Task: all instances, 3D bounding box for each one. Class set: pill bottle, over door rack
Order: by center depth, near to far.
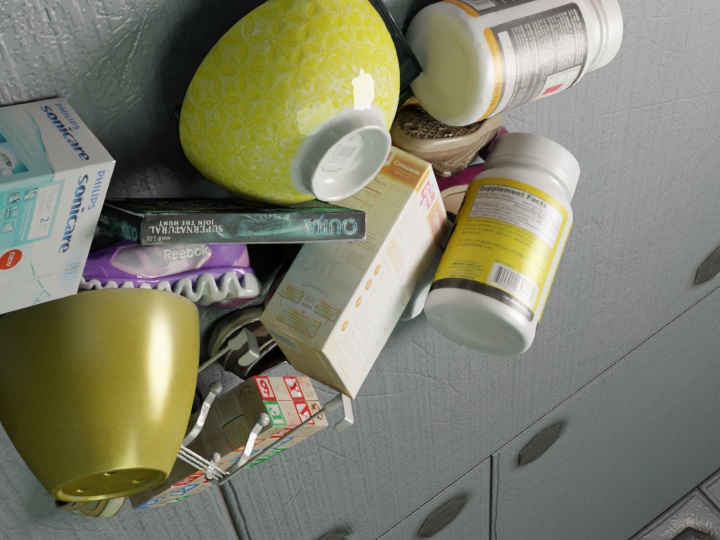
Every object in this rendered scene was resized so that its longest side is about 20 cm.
[{"bbox_3d":[0.148,-0.215,1.415,0.199,0.116,0.117,-21,147,-34],"label":"pill bottle"},{"bbox_3d":[-0.123,0.126,1.434,0.199,0.067,0.147,-28,132,32],"label":"over door rack"},{"bbox_3d":[0.145,-0.028,1.480,0.115,0.113,0.201,73,36,-61],"label":"pill bottle"}]

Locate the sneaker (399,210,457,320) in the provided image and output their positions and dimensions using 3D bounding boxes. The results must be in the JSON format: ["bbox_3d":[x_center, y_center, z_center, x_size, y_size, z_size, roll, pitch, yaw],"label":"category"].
[{"bbox_3d":[0.063,-0.003,1.589,0.071,0.073,0.200,-42,179,-23],"label":"sneaker"}]

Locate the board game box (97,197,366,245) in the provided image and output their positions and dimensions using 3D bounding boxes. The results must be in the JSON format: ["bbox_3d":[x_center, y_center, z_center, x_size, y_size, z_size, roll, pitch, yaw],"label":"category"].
[{"bbox_3d":[-0.112,-0.043,1.261,0.199,0.135,0.028,-2,99,-26],"label":"board game box"}]

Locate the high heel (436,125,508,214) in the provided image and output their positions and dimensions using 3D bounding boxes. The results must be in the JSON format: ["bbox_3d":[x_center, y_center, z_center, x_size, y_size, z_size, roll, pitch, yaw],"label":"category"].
[{"bbox_3d":[0.111,-0.069,1.601,0.200,0.096,0.068,-39,153,-6],"label":"high heel"}]

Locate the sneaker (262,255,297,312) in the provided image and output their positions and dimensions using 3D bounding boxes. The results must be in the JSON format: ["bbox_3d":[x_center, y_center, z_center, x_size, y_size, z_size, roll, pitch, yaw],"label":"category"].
[{"bbox_3d":[-0.034,-0.007,1.533,0.200,0.074,0.087,-48,-174,-23],"label":"sneaker"}]

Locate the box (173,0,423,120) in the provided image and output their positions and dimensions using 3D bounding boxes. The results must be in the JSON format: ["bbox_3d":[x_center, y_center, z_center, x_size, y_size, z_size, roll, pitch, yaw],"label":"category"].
[{"bbox_3d":[-0.050,-0.158,1.315,0.200,0.046,0.159,-41,153,0],"label":"box"}]

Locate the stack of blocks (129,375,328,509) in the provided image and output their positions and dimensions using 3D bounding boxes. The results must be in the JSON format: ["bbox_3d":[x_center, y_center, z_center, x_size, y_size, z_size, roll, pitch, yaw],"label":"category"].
[{"bbox_3d":[-0.149,0.184,1.602,0.199,0.059,0.115,-32,162,22],"label":"stack of blocks"}]

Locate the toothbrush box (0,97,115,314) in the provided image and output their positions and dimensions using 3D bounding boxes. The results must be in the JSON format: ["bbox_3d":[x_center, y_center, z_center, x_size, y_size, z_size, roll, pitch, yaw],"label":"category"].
[{"bbox_3d":[-0.301,-0.037,1.122,0.199,0.085,0.147,-17,144,-42],"label":"toothbrush box"}]

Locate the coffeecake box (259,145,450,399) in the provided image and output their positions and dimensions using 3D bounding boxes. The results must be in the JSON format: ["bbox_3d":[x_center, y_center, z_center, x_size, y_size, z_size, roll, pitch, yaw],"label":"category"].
[{"bbox_3d":[0.000,0.000,1.404,0.201,0.073,0.154,-60,160,-14],"label":"coffeecake box"}]

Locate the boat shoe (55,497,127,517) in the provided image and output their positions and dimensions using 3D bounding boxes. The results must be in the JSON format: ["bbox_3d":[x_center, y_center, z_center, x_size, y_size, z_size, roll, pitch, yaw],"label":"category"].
[{"bbox_3d":[-0.258,0.184,1.527,0.076,0.072,0.201,5,128,-35],"label":"boat shoe"}]

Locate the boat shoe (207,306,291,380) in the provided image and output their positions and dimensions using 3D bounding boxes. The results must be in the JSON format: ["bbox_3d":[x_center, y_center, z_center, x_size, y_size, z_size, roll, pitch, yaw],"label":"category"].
[{"bbox_3d":[-0.067,0.067,1.591,0.199,0.073,0.075,-25,149,-30],"label":"boat shoe"}]

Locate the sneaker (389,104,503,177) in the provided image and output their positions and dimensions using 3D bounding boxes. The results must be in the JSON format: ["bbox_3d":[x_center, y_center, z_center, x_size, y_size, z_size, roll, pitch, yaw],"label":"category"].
[{"bbox_3d":[0.083,-0.119,1.454,0.200,0.070,0.076,-25,138,-57],"label":"sneaker"}]

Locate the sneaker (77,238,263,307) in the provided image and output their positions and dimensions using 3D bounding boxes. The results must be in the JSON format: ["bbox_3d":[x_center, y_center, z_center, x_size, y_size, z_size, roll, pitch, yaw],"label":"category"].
[{"bbox_3d":[-0.185,-0.013,1.330,0.199,0.089,0.080,-1,173,-26],"label":"sneaker"}]

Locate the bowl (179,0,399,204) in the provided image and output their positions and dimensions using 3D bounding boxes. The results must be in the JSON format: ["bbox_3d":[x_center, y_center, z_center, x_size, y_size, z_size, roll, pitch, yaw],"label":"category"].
[{"bbox_3d":[-0.037,-0.120,1.221,0.199,0.108,0.201,-30,151,-19],"label":"bowl"}]

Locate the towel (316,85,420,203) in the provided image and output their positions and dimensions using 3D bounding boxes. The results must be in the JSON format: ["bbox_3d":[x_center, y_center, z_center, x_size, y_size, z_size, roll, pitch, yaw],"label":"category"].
[{"bbox_3d":[0.021,-0.108,1.461,0.200,0.022,0.147,-48,158,-26],"label":"towel"}]

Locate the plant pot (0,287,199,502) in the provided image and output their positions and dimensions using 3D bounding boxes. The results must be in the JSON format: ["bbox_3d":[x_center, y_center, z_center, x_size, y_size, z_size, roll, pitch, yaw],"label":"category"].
[{"bbox_3d":[-0.227,0.119,1.301,0.198,0.143,0.200,-12,160,-4],"label":"plant pot"}]
